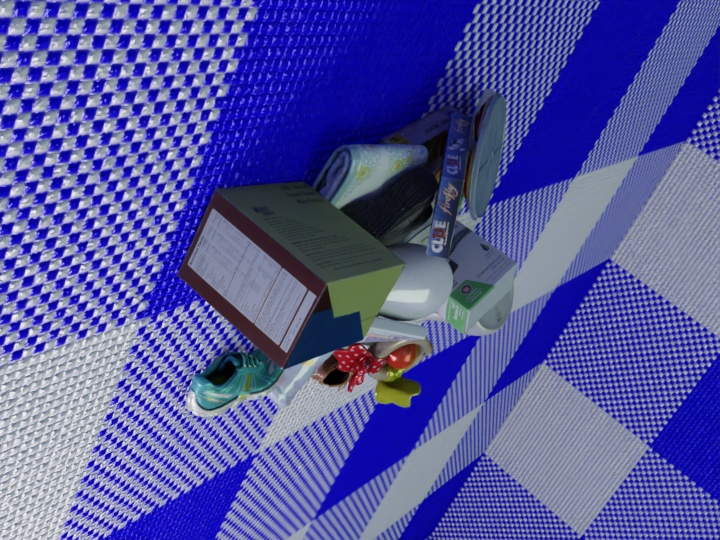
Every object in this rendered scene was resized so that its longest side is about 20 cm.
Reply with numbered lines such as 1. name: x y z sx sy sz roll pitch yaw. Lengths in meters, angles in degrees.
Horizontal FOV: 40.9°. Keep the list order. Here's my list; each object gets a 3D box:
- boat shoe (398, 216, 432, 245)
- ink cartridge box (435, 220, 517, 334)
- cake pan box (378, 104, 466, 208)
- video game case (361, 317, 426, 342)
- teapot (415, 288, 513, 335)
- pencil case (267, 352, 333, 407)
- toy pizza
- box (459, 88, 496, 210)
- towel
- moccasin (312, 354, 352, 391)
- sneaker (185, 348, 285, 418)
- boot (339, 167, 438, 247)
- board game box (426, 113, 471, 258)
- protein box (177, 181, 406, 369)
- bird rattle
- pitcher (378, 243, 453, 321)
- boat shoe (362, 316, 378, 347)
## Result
1. boat shoe: 0.095 -0.031 1.646 0.074 0.086 0.202 -34 180 32
2. ink cartridge box: 0.164 -0.004 1.778 0.146 0.200 0.084 -41 154 -24
3. cake pan box: 0.080 -0.154 1.571 0.184 0.052 0.201 -29 149 -41
4. video game case: -0.029 0.088 1.498 0.199 0.182 0.023 12 77 -37
5. teapot: 0.227 0.043 2.069 0.199 0.145 0.199 24 74 -45
6. pencil case: -0.096 0.138 1.637 0.200 0.083 0.091 -47 177 -9
7. toy pizza: 0.189 -0.179 1.507 0.200 0.031 0.202 13 90 -74
8. box: 0.188 -0.195 1.662 0.200 0.036 0.145 96 18 -60
9. towel: -0.009 -0.109 1.413 0.171 0.048 0.200 -12 148 -48
10. moccasin: -0.044 0.191 1.829 0.074 0.078 0.201 -48 159 0
11. sneaker: -0.187 0.161 1.506 0.200 0.077 0.080 -28 140 -46
12. boot: 0.030 -0.062 1.421 0.199 0.070 0.132 -28 163 -11
13. board game box: 0.135 -0.131 1.459 0.201 0.034 0.136 -75 175 -54
14. protein box: -0.088 -0.002 1.260 0.198 0.200 0.135 -14 138 -58
15. bird rattle: 0.048 0.157 1.770 0.163 0.113 0.200 -39 138 8
16. pitcher: 0.032 0.026 1.510 0.199 0.122 0.171 -6 173 -42
17. boat shoe: 0.022 0.109 1.792 0.074 0.063 0.201 -36 150 29
